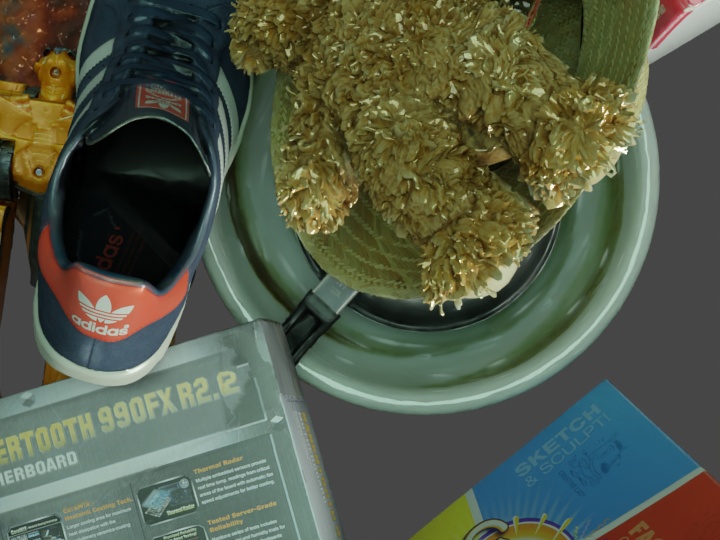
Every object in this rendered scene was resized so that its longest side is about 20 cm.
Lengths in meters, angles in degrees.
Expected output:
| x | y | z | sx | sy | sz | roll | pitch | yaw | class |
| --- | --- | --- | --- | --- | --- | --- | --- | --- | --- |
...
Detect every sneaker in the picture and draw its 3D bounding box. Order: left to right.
| x | y | z | sx | sy | sz | roll | pitch | yaw | class |
| --- | --- | --- | --- | --- | --- | --- | --- | --- | --- |
| -0.078 | -0.059 | 0.902 | 0.075 | 0.085 | 0.201 | 10 | 64 | -7 | sneaker |

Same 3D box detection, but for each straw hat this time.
| x | y | z | sx | sy | sz | roll | pitch | yaw | class |
| --- | --- | --- | --- | --- | --- | --- | --- | --- | --- |
| 0.064 | -0.074 | 0.916 | 0.201 | 0.085 | 0.202 | -17 | 65 | 39 | straw hat |

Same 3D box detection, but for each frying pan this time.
| x | y | z | sx | sy | sz | roll | pitch | yaw | class |
| --- | --- | --- | --- | --- | --- | --- | --- | --- | --- |
| -0.006 | -0.016 | 0.970 | 0.189 | 0.031 | 0.115 | -25 | 86 | -5 | frying pan |

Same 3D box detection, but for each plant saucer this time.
| x | y | z | sx | sy | sz | roll | pitch | yaw | class |
| --- | --- | --- | --- | --- | --- | --- | --- | --- | --- |
| 0.027 | -0.039 | 1.008 | 0.199 | 0.050 | 0.201 | 0 | 87 | 0 | plant saucer |

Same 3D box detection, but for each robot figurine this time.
| x | y | z | sx | sy | sz | roll | pitch | yaw | class |
| --- | --- | --- | --- | --- | --- | --- | --- | --- | --- |
| -0.137 | 0.006 | 0.986 | 0.144 | 0.058 | 0.201 | 9 | 96 | 3 | robot figurine |

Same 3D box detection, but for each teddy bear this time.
| x | y | z | sx | sy | sz | roll | pitch | yaw | class |
| --- | --- | --- | --- | --- | --- | --- | --- | --- | --- |
| 0.018 | -0.074 | 0.851 | 0.145 | 0.067 | 0.201 | -37 | 53 | 26 | teddy bear |

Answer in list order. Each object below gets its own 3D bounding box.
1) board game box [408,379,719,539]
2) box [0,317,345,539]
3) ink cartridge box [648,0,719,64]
| x | y | z | sx | sy | sz | roll | pitch | yaw | class |
| --- | --- | --- | --- | --- | --- | --- | --- | --- | --- |
| 0.063 | 0.147 | 0.947 | 0.200 | 0.153 | 0.040 | -39 | 118 | -3 | board game box |
| -0.106 | 0.123 | 0.928 | 0.199 | 0.048 | 0.159 | -18 | 83 | 6 | box |
| 0.100 | -0.195 | 0.970 | 0.084 | 0.145 | 0.200 | -31 | 87 | -6 | ink cartridge box |
